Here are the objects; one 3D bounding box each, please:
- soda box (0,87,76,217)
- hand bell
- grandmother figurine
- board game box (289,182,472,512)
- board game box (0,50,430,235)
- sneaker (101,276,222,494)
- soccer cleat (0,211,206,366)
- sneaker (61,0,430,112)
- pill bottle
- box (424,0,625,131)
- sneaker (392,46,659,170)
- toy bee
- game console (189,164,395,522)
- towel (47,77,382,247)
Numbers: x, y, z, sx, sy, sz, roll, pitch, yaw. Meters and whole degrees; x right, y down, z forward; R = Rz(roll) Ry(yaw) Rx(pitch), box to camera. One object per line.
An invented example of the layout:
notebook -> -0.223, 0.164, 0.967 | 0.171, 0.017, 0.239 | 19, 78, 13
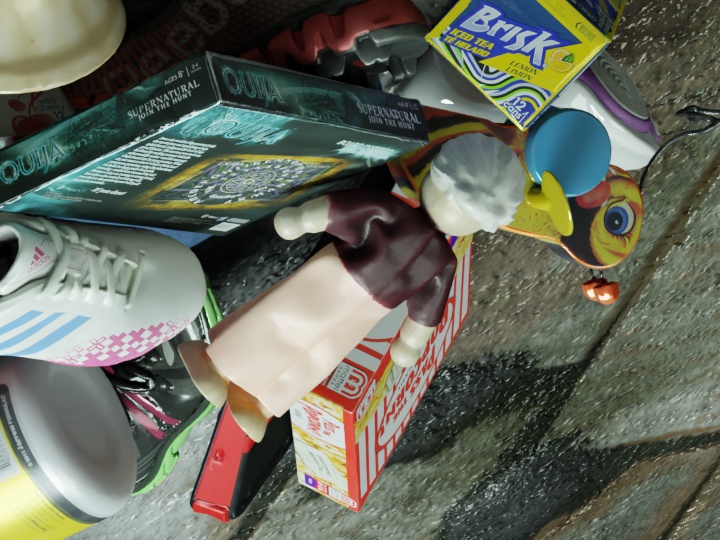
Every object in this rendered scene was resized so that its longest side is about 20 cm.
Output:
soda box -> -0.208, -0.022, 1.339 | 0.070, 0.063, 0.200 | -9, 144, -36
hand bell -> -0.155, -0.185, 1.142 | 0.104, 0.104, 0.200 | -20, 137, -23
grandmother figurine -> 0.000, 0.000, 1.379 | 0.200, 0.061, 0.121 | -38, 136, 9
board game box -> 0.013, 0.042, 1.577 | 0.152, 0.046, 0.200 | -61, 169, -17
board game box -> -0.070, -0.058, 1.291 | 0.135, 0.028, 0.200 | -23, 166, 26
sneaker -> -0.132, 0.066, 1.526 | 0.084, 0.077, 0.200 | -10, 141, -34
soccer cleat -> -0.149, 0.007, 1.288 | 0.200, 0.070, 0.086 | -5, 159, -35
sneaker -> -0.068, -0.120, 1.322 | 0.200, 0.098, 0.071 | -18, 169, 14
pill bottle -> -0.231, 0.118, 1.464 | 0.200, 0.112, 0.112 | -26, 155, 18
box -> 0.089, -0.135, 1.355 | 0.064, 0.070, 0.200 | -46, -176, 18
sneaker -> 0.092, -0.091, 1.546 | 0.200, 0.075, 0.100 | 15, 133, -44
toy bee -> 0.111, -0.036, 1.443 | 0.200, 0.109, 0.131 | 2, -175, 6
game console -> -0.034, 0.037, 1.547 | 0.200, 0.031, 0.177 | -55, 166, -42
towel -> -0.080, -0.064, 1.421 | 0.200, 0.049, 0.112 | -29, 152, -9
